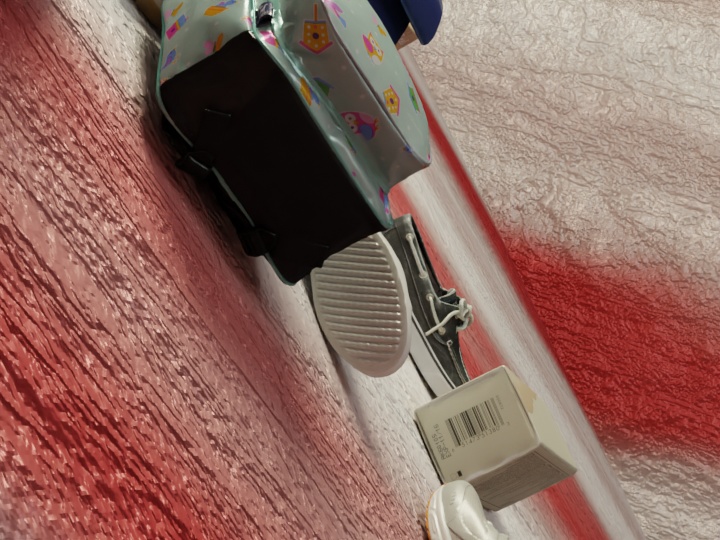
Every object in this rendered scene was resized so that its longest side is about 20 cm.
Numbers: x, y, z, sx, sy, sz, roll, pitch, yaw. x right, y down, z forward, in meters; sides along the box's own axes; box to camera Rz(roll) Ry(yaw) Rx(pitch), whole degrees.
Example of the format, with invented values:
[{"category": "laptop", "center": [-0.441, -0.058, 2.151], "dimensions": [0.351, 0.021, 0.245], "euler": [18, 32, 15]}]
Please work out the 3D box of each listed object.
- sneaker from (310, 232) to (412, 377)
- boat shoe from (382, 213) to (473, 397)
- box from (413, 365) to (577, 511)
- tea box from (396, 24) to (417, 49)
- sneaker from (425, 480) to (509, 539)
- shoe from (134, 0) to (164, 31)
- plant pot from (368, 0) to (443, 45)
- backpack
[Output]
[{"category": "sneaker", "center": [0.000, 0.000, 1.192], "dimensions": [0.082, 0.073, 0.201], "euler": [43, 23, -56]}, {"category": "boat shoe", "center": [0.071, 0.042, 1.482], "dimensions": [0.201, 0.068, 0.074], "euler": [63, 10, -2]}, {"category": "box", "center": [0.124, 0.154, 1.396], "dimensions": [0.078, 0.094, 0.200], "euler": [66, 8, 19]}, {"category": "tea box", "center": [-0.056, -0.299, 1.516], "dimensions": [0.198, 0.133, 0.200], "euler": [64, 10, 11]}, {"category": "sneaker", "center": [0.111, 0.226, 1.121], "dimensions": [0.076, 0.091, 0.201], "euler": [55, 12, -44]}, {"category": "shoe", "center": [-0.142, -0.221, 1.073], "dimensions": [0.200, 0.053, 0.070], "euler": [48, 18, -58]}, {"category": "plant pot", "center": [-0.048, -0.259, 1.275], "dimensions": [0.201, 0.179, 0.200], "euler": [66, 7, 23]}, {"category": "backpack", "center": [-0.049, -0.120, 1.032], "dimensions": [0.176, 0.153, 0.200], "euler": [51, 8, -32]}]
